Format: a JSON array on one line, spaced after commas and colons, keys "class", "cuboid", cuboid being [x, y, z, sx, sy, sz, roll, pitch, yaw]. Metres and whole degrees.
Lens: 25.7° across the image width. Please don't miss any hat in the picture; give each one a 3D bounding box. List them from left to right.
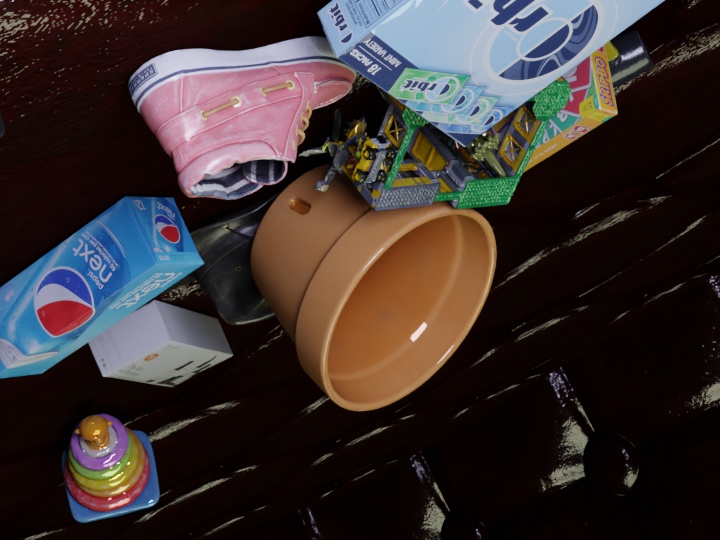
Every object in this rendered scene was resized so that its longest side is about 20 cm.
[{"class": "hat", "cuboid": [-0.093, 0.000, 1.465, 0.200, 0.081, 0.201, -25, 169, -5]}]

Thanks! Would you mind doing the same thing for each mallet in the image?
[{"class": "mallet", "cuboid": [0.198, -0.197, 1.373, 0.066, 0.041, 0.200, -28, 163, 21]}]

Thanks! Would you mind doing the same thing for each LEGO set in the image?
[{"class": "LEGO set", "cuboid": [0.055, -0.130, 1.251, 0.199, 0.116, 0.154, -14, 138, -31]}]

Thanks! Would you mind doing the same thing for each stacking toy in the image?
[{"class": "stacking toy", "cuboid": [-0.313, 0.216, 1.902, 0.115, 0.110, 0.200, -13, 154, -7]}]

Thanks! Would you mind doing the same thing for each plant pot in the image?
[{"class": "plant pot", "cuboid": [0.000, 0.000, 1.360, 0.199, 0.140, 0.201, -30, 140, -29]}]

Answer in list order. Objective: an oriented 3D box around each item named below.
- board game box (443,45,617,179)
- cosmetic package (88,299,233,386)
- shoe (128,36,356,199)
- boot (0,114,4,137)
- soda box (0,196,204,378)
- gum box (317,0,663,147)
[{"class": "board game box", "cuboid": [0.131, -0.131, 1.322, 0.030, 0.096, 0.200, 10, 152, -33]}, {"class": "cosmetic package", "cuboid": [-0.204, 0.079, 1.637, 0.082, 0.051, 0.200, -29, 167, 9]}, {"class": "shoe", "cuboid": [-0.064, -0.102, 1.084, 0.199, 0.091, 0.071, -12, 162, -48]}, {"class": "boot", "cuboid": [-0.296, -0.058, 0.849, 0.173, 0.070, 0.200, -28, 170, 6]}, {"class": "soda box", "cuboid": [-0.229, 0.016, 1.297, 0.199, 0.064, 0.068, -33, 166, 26]}, {"class": "gum box", "cuboid": [0.099, -0.182, 1.053, 0.199, 0.045, 0.170, -35, 147, 20]}]
